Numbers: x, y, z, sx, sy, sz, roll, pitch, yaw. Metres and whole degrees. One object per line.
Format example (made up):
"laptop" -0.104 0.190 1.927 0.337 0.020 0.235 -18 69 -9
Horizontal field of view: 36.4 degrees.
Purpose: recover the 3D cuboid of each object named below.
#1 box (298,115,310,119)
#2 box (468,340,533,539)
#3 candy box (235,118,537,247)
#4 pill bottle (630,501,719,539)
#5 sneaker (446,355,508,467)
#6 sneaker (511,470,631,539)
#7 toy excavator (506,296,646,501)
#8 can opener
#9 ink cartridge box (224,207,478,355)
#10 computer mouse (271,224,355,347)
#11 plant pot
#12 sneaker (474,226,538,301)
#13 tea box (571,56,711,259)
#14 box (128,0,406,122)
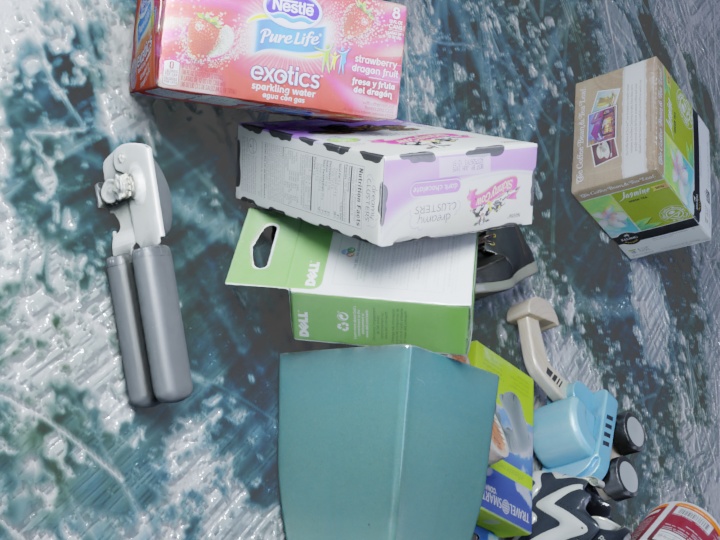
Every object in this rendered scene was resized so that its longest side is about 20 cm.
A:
"box" -0.062 -0.216 1.020 0.200 0.060 0.117 20 62 -50
"box" 0.132 0.189 1.147 0.122 0.048 0.201 34 51 -43
"candy box" 0.019 -0.082 0.920 0.167 0.200 0.072 -9 108 -38
"pill bottle" 0.371 0.371 1.349 0.200 0.113 0.113 -20 94 -54
"sneaker" 0.069 0.111 1.075 0.071 0.080 0.200 28 34 -56
"sneaker" 0.224 0.307 1.156 0.079 0.129 0.200 36 51 -41
"toy excavator" 0.236 0.154 1.273 0.200 0.100 0.195 44 43 -24
"can opener" -0.155 0.000 0.817 0.066 0.053 0.201 4 74 -54
"ink cartridge box" -0.004 0.007 0.915 0.104 0.199 0.059 -79 172 -47
"computer mouse" 0.000 0.000 1.041 0.200 0.046 0.141 48 46 -16
"plant pot" 0.018 0.177 0.919 0.141 0.141 0.201 23 66 -48
"sneaker" 0.127 -0.024 1.208 0.200 0.075 0.107 -22 90 -64
"tea box" 0.407 -0.159 1.580 0.197 0.133 0.201 37 50 -40
"box" -0.074 -0.176 0.870 0.199 0.100 0.096 4 94 -24
